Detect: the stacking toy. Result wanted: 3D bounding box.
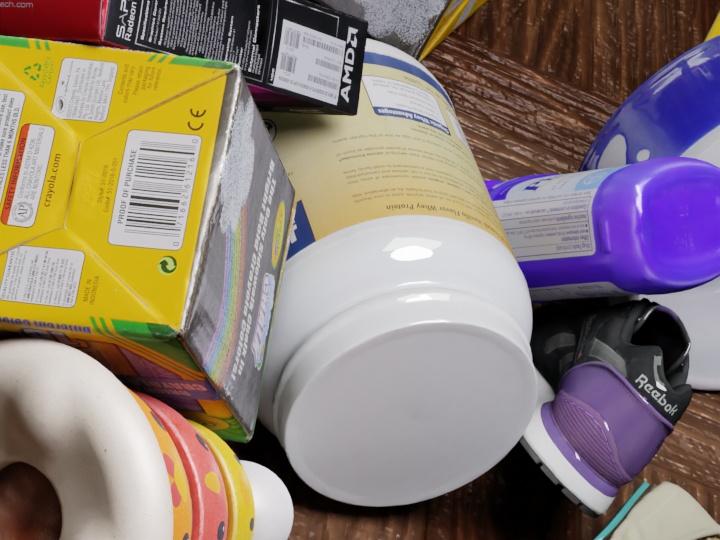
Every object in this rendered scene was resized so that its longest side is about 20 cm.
[{"bbox_3d":[-0.094,0.101,1.210,0.146,0.146,0.200,46,22,23],"label":"stacking toy"}]

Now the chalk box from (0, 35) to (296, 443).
[{"bbox_3d":[-0.104,-0.004,1.235,0.123,0.200,0.125,7,71,10],"label":"chalk box"}]

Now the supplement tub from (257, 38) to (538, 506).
[{"bbox_3d":[0.000,0.000,1.366,0.144,0.145,0.200,10,38,-27],"label":"supplement tub"}]

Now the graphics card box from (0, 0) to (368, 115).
[{"bbox_3d":[-0.101,-0.109,1.271,0.125,0.051,0.200,4,-3,33],"label":"graphics card box"}]

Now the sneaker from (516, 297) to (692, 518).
[{"bbox_3d":[0.128,0.050,1.405,0.076,0.088,0.200,44,12,-14],"label":"sneaker"}]

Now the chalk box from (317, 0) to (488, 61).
[{"bbox_3d":[0.000,-0.241,1.680,0.200,0.125,0.124,36,35,7],"label":"chalk box"}]

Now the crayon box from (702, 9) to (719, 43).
[{"bbox_3d":[0.296,-0.093,1.697,0.172,0.058,0.200,31,9,14],"label":"crayon box"}]

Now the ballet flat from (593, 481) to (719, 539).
[{"bbox_3d":[0.114,0.155,1.322,0.069,0.070,0.200,40,36,15],"label":"ballet flat"}]

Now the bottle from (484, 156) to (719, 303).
[{"bbox_3d":[0.099,-0.017,1.431,0.083,0.200,0.066,-9,92,-36],"label":"bottle"}]

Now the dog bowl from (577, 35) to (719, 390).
[{"bbox_3d":[0.214,-0.034,1.517,0.200,0.200,0.079,3,40,-33],"label":"dog bowl"}]
